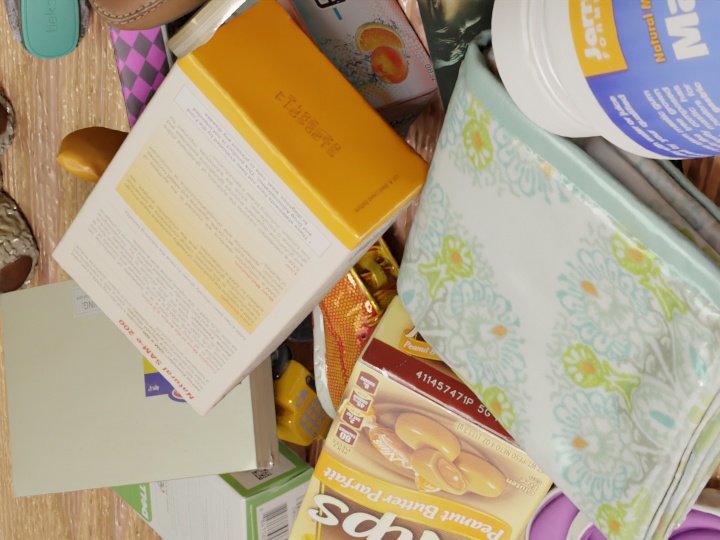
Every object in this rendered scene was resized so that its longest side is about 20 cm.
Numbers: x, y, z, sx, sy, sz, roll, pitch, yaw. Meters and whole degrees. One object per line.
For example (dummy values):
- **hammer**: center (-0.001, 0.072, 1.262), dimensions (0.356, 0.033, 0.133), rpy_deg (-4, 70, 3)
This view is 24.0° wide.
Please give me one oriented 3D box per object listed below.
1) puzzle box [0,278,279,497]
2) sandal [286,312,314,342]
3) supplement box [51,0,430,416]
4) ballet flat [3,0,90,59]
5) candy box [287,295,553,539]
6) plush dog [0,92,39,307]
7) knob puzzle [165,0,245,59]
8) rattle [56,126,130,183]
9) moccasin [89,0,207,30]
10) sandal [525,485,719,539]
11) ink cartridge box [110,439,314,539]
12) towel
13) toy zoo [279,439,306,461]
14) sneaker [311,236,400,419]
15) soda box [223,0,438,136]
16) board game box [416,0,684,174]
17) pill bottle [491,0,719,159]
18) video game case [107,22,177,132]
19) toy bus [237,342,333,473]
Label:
- **puzzle box**: center (-0.140, 0.066, 1.047), dimensions (0.198, 0.025, 0.135), rpy_deg (-10, 81, 32)
- **sandal**: center (-0.051, -0.053, 0.986), dimensions (0.045, 0.075, 0.202), rpy_deg (36, 140, 57)
- **supplement box**: center (-0.066, -0.028, 0.881), dimensions (0.126, 0.073, 0.200), rpy_deg (47, 138, 2)
- **ballet flat**: center (-0.211, -0.238, 1.125), dimensions (0.072, 0.072, 0.202), rpy_deg (45, 141, 33)
- **candy box**: center (0.036, 0.114, 0.919), dimensions (0.115, 0.055, 0.201), rpy_deg (28, 139, 6)
- **plush dog**: center (-0.376, -0.061, 1.379), dimensions (0.160, 0.171, 0.202), rpy_deg (31, 134, 45)
- **knob puzzle**: center (-0.013, -0.150, 0.739), dimensions (0.030, 0.220, 0.219), rpy_deg (46, 150, -11)
- **rattle**: center (-0.130, -0.014, 1.072), dimensions (0.130, 0.143, 0.200), rpy_deg (42, 138, 6)
- **moccasin**: center (-0.066, -0.195, 0.828), dimensions (0.201, 0.078, 0.074), rpy_deg (-36, 78, 24)
- **sandal**: center (0.133, 0.142, 0.839), dimensions (0.202, 0.049, 0.083), rpy_deg (-22, 90, 59)
- **ink cartridge box**: center (-0.110, 0.138, 1.161), dimensions (0.199, 0.059, 0.105), rpy_deg (33, 134, 43)
- **towel**: center (0.096, 0.014, 0.765), dimensions (0.200, 0.048, 0.172), rpy_deg (48, 141, 27)
- **toy zoo**: center (-0.103, 0.111, 1.210), dimensions (0.199, 0.020, 0.132), rpy_deg (26, 129, 48)
- **sneaker**: center (0.000, 0.000, 0.951), dimensions (0.077, 0.073, 0.202), rpy_deg (3, 120, 46)
- **soda box**: center (-0.039, -0.157, 0.907), dimensions (0.201, 0.063, 0.068), rpy_deg (61, 148, 13)
- **board game box**: center (0.094, -0.055, 0.798), dimensions (0.135, 0.028, 0.202), rpy_deg (2, 110, 56)
- **pill bottle**: center (0.138, -0.100, 0.623), dimensions (0.199, 0.111, 0.113), rpy_deg (-4, 105, 57)
- **video game case**: center (-0.138, -0.195, 0.986), dimensions (0.181, 0.035, 0.202), rpy_deg (-109, 9, -70)
- **toy bus**: center (-0.112, 0.068, 1.092), dimensions (0.199, 0.079, 0.065), rpy_deg (22, 162, 32)
